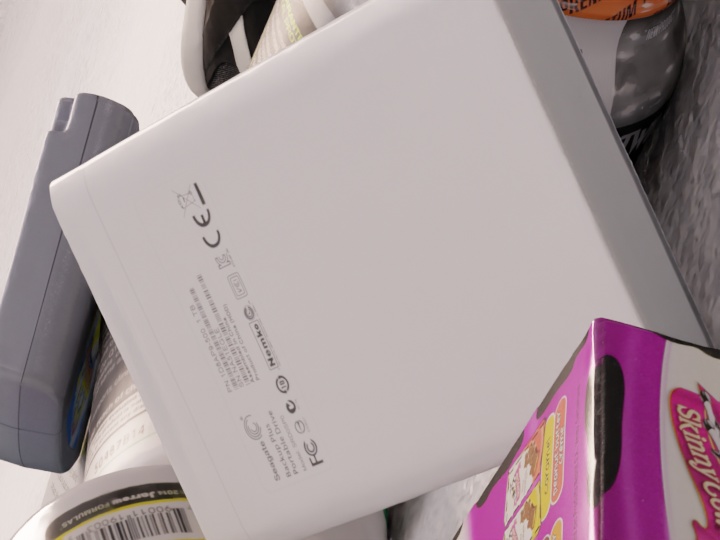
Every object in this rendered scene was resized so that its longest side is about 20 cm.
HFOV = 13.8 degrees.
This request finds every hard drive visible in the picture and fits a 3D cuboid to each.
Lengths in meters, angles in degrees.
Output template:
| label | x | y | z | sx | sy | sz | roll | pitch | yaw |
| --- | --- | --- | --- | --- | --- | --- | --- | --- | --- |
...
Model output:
| label | x | y | z | sx | sy | sz | roll | pitch | yaw |
| --- | --- | --- | --- | --- | --- | --- | --- | --- | --- |
| hard drive | 0.000 | 0.000 | 0.859 | 0.200 | 0.027 | 0.132 | -25 | 90 | 46 |

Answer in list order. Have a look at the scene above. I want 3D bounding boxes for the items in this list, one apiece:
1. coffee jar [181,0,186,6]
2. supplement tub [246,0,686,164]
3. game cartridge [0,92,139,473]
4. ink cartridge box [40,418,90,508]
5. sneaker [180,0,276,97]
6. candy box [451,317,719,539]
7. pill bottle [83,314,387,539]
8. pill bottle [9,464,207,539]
| label | x | y | z | sx | sy | sz | roll | pitch | yaw |
| --- | --- | --- | --- | --- | --- | --- | --- | --- | --- |
| coffee jar | -0.025 | -0.189 | 1.358 | 0.104 | 0.085 | 0.200 | -36 | -8 | -30 |
| supplement tub | 0.023 | -0.045 | 0.924 | 0.123 | 0.122 | 0.200 | -88 | 19 | -49 |
| game cartridge | -0.120 | 0.014 | 1.209 | 0.200 | 0.040 | 0.134 | 107 | -179 | -80 |
| ink cartridge box | -0.086 | 0.081 | 1.327 | 0.145 | 0.084 | 0.201 | -154 | 81 | -78 |
| sneaker | -0.017 | -0.139 | 1.229 | 0.073 | 0.112 | 0.201 | -39 | -38 | -36 |
| candy box | 0.046 | 0.128 | 0.745 | 0.200 | 0.061 | 0.137 | 120 | 161 | -46 |
| pill bottle | -0.046 | 0.041 | 1.138 | 0.201 | 0.113 | 0.113 | -91 | 21 | -51 |
| pill bottle | -0.049 | 0.159 | 0.920 | 0.200 | 0.112 | 0.113 | -117 | 44 | -55 |
